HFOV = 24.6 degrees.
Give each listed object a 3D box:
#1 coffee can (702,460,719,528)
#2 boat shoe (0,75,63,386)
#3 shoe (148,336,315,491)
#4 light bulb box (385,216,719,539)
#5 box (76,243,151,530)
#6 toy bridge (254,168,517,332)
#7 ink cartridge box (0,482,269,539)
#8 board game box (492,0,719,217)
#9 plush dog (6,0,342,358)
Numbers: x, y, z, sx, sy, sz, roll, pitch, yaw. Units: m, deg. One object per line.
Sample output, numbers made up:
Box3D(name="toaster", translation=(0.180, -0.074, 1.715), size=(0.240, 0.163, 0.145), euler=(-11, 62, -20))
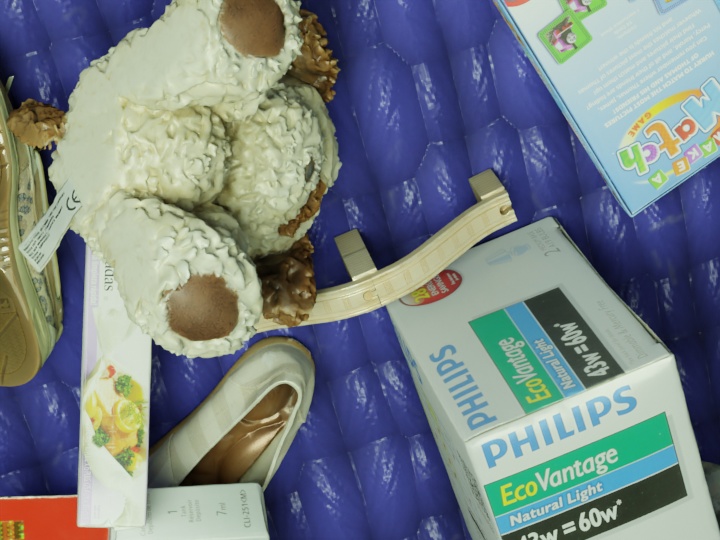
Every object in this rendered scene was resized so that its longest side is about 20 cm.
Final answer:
Box3D(name="coffee can", translation=(0.224, 0.249, 1.099), size=(0.146, 0.147, 0.201), euler=(-27, 117, 1))
Box3D(name="boat shoe", translation=(-0.211, -0.036, 0.929), size=(0.073, 0.063, 0.202), euler=(2, 114, 15))
Box3D(name="shoe", translation=(-0.097, 0.129, 1.025), size=(0.070, 0.053, 0.201), euler=(31, 104, -23))
Box3D(name="light bulb box", translation=(0.116, 0.108, 0.982), size=(0.124, 0.198, 0.201), euler=(-22, 118, -4))
Box3D(name="box", translation=(-0.138, 0.045, 0.930), size=(0.038, 0.041, 0.202), euler=(2, 81, -11))
Box3D(name="toy bridge", translation=(0.000, 0.000, 0.980), size=(0.199, 0.067, 0.027), euler=(-23, 117, -2))
Box3D(name="ink cartridge box", translation=(-0.152, 0.207, 1.015), size=(0.172, 0.044, 0.201), euler=(-2, 138, -13))
Box3D(name="board game box", translation=(0.170, -0.152, 0.965), size=(0.151, 0.037, 0.200), euler=(-34, 115, 4))
Box3D(name="plush dog", translation=(-0.079, -0.060, 0.893), size=(0.171, 0.160, 0.202), euler=(6, 94, -52))
